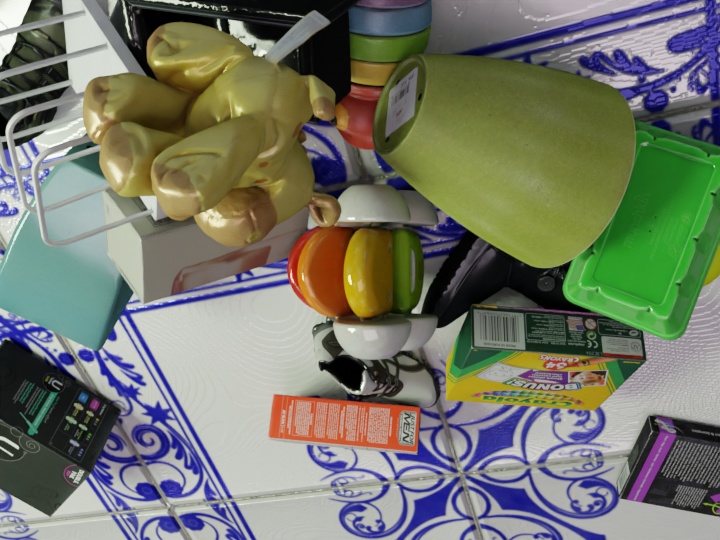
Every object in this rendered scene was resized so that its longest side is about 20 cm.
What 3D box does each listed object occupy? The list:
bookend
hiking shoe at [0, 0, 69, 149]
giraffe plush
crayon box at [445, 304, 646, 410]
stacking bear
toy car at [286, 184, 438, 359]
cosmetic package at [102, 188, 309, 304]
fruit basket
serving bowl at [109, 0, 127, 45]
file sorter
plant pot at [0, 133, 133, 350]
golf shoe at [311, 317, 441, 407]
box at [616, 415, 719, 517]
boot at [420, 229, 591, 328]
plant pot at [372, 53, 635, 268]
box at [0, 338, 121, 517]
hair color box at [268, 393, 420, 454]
[{"bbox_3d":[-0.099,-0.158,0.732,0.195,0.092,0.203,14,128,20],"label":"bookend"},{"bbox_3d":[-0.345,-0.202,0.845,0.075,0.101,0.201,27,125,-12],"label":"hiking shoe"},{"bbox_3d":[-0.097,-0.092,0.642,0.198,0.174,0.163,-27,149,-10],"label":"giraffe plush"},{"bbox_3d":[0.211,0.109,0.955,0.196,0.059,0.173,5,151,-2],"label":"crayon box"},{"bbox_3d":[0.011,-0.213,0.774,0.121,0.113,0.203,34,134,36],"label":"stacking bear"},{"bbox_3d":[0.000,0.000,0.878,0.147,0.199,0.179,0,91,25],"label":"toy car"},{"bbox_3d":[-0.162,-0.051,0.859,0.197,0.103,0.088,-18,135,-32],"label":"cosmetic package"},{"bbox_3d":[0.316,-0.039,0.842,0.153,0.216,0.219,22,129,19],"label":"fruit basket"},{"bbox_3d":[-0.154,-0.222,0.823,0.196,0.066,0.203,4,126,6],"label":"serving bowl"},{"bbox_3d":[-0.273,-0.143,0.730,0.201,0.123,0.140,53,149,21],"label":"file sorter"},{"bbox_3d":[-0.316,-0.047,0.934,0.139,0.142,0.202,26,118,-10],"label":"plant pot"},{"bbox_3d":[0.018,0.141,1.038,0.198,0.095,0.078,31,123,-15],"label":"golf shoe"},{"bbox_3d":[0.470,0.274,1.099,0.196,0.036,0.145,11,127,2],"label":"box"},{"bbox_3d":[0.181,0.023,0.938,0.166,0.077,0.202,28,120,-8],"label":"boot"},{"bbox_3d":[0.116,-0.120,0.748,0.197,0.189,0.188,16,128,-25],"label":"plant pot"},{"bbox_3d":[-0.479,0.229,1.155,0.199,0.125,0.148,36,124,-18],"label":"box"},{"bbox_3d":[-0.018,0.209,1.083,0.196,0.063,0.102,5,167,5],"label":"hair color box"}]
